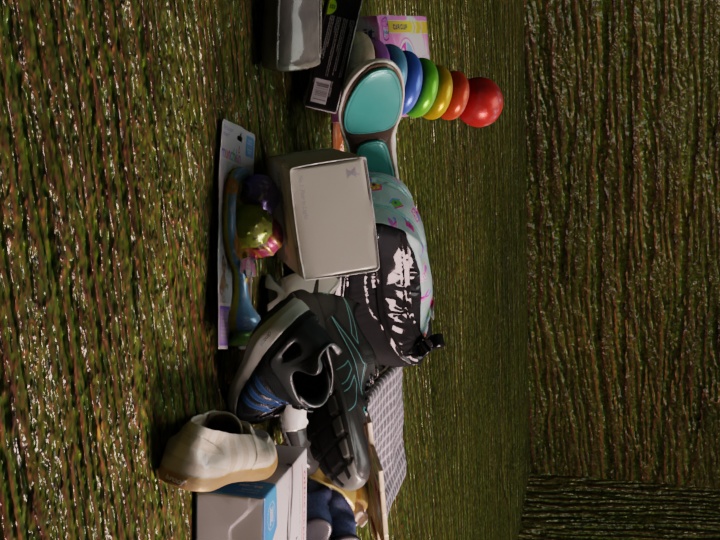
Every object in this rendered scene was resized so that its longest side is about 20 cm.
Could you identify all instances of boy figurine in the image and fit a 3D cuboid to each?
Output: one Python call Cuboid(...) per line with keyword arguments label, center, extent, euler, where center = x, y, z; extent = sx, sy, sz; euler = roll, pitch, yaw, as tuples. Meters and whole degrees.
Cuboid(label="boy figurine", center=(-0.046, 0.215, 1.746), extent=(0.065, 0.124, 0.201), euler=(-49, -154, 22))

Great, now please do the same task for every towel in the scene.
Cuboid(label="towel", center=(0.005, 0.197, 2.018), extent=(0.200, 0.084, 0.168), euler=(-53, 144, -69))

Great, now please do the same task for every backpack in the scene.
Cuboid(label="backpack", center=(0.000, 0.000, 1.772), extent=(0.127, 0.165, 0.202), euler=(-98, -176, -48))

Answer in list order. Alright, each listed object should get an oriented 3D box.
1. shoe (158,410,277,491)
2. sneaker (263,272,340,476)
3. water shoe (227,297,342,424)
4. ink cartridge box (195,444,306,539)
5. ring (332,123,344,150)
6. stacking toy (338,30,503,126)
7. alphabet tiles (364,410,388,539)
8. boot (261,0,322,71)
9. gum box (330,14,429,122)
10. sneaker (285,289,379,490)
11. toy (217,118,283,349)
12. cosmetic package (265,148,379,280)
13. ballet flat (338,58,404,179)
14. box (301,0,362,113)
Cuboid(label="shoe", center=(-0.114, 0.148, 1.457), extent=(0.200, 0.069, 0.054), euler=(-3, 105, -76))
Cuboid(label="sneaker", center=(-0.042, 0.101, 1.675), extent=(0.074, 0.087, 0.203), euler=(-32, 117, -85))
Cuboid(label="water shoe", center=(-0.068, 0.104, 1.535), extent=(0.071, 0.079, 0.201), euler=(-39, 164, -26))
Cuboid(label="ink cartridge box", center=(-0.094, 0.232, 1.585), extent=(0.200, 0.066, 0.117), euler=(-42, 135, -74))
Cuboid(label="ring", center=(-0.003, -0.180, 2.032), extent=(0.200, 0.019, 0.203), euler=(3, 90, -78))
Cuboid(label="stacking toy", center=(0.065, -0.196, 1.837), extent=(0.085, 0.198, 0.086), euler=(-27, -122, 55))
Cuboid(label="alphabet tiles", center=(0.003, 0.187, 1.750), extent=(0.167, 0.006, 0.201), euler=(-111, -168, -45))
Cuboid(label="boot", center=(-0.050, -0.304, 1.639), extent=(0.182, 0.072, 0.202), euler=(-37, 125, -58))
Cuboid(label="gum box", center=(0.026, -0.233, 1.955), extent=(0.200, 0.065, 0.115), euler=(-21, 109, -69))
Cuboid(label="sneaker", center=(-0.014, 0.106, 1.594), extent=(0.075, 0.078, 0.202), euler=(-47, -129, 51))
Cuboid(label="toy", center=(-0.097, -0.029, 1.546), extent=(0.115, 0.047, 0.203), euler=(15, 79, -80))
Cuboid(label="cosmetic package", center=(-0.038, -0.055, 1.574), extent=(0.200, 0.072, 0.105), euler=(-148, -129, -80))
Cuboid(label="ballet flat", center=(0.008, -0.156, 1.745), extent=(0.201, 0.069, 0.070), euler=(88, 12, -50))
Cuboid(label="box", center=(-0.020, -0.264, 1.725), extent=(0.110, 0.034, 0.202), euler=(-109, -148, -80))
